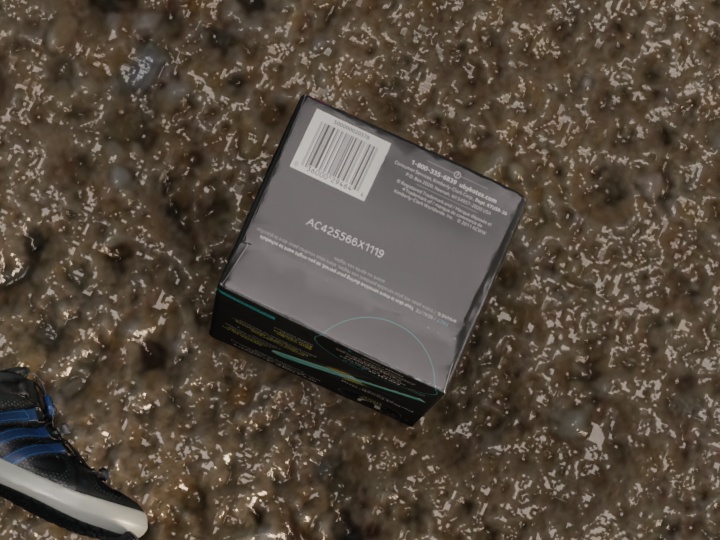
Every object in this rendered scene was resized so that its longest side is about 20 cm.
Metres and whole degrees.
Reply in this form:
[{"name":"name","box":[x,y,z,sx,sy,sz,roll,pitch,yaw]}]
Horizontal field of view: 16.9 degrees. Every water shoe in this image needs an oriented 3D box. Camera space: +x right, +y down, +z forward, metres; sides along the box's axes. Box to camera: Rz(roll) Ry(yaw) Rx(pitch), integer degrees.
[{"name":"water shoe","box":[-0.214,0.100,1.513,0.199,0.072,0.079,26,75,-1]}]

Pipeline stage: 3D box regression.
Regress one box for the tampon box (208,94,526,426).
[{"name":"tampon box","box":[0.000,0.000,1.479,0.149,0.200,0.127,25,79,-1]}]

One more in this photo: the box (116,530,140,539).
[{"name":"box","box":[-0.161,0.284,1.477,0.200,0.049,0.161,-41,101,-9]}]
